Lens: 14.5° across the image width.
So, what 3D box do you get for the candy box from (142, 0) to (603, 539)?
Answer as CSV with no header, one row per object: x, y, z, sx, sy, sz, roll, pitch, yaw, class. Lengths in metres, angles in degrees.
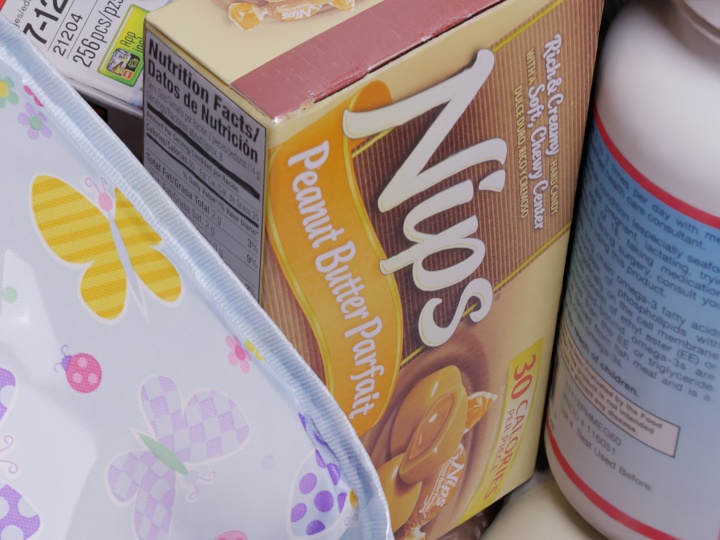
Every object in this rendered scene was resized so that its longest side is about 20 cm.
0.000,0.000,0.763,0.115,0.055,0.201,-30,143,-31,candy box

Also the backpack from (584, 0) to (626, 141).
0.140,-0.120,0.874,0.199,0.150,0.178,-31,116,-16,backpack

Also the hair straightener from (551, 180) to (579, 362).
0.007,-0.055,0.849,0.077,0.041,0.201,-38,104,-29,hair straightener

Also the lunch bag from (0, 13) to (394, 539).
-0.099,0.049,0.696,0.200,0.169,0.127,48,62,-19,lunch bag

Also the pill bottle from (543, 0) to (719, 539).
0.113,-0.017,0.778,0.108,0.109,0.201,-27,140,-31,pill bottle

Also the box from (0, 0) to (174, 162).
-0.040,-0.128,0.803,0.110,0.035,0.201,23,70,3,box

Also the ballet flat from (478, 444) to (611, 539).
0.097,0.067,0.887,0.199,0.069,0.070,-11,91,-34,ballet flat
